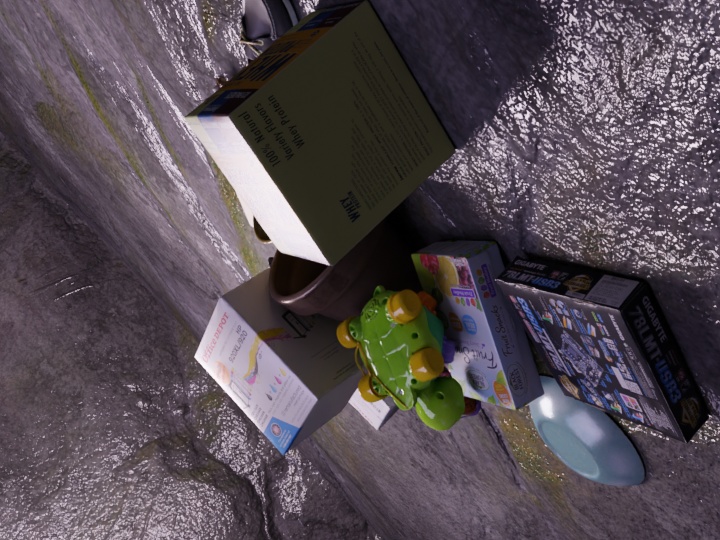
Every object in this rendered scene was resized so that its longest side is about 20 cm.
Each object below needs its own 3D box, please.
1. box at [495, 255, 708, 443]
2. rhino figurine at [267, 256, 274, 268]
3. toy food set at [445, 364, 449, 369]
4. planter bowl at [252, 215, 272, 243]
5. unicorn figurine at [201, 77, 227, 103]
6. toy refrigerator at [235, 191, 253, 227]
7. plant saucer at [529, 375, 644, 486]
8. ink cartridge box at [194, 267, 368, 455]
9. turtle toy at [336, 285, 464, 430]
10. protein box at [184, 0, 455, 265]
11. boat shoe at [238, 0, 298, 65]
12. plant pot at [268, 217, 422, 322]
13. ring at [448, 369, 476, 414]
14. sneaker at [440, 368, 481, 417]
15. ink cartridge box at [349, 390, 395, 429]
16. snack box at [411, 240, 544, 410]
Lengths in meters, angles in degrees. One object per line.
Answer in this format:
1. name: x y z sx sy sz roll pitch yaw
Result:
1. box: 0.266 0.084 1.143 0.198 0.050 0.201 19 146 58
2. rhino figurine: -0.104 -0.083 1.496 0.086 0.060 0.202 -8 109 19
3. toy food set: 0.153 0.105 1.450 0.200 0.049 0.198 44 162 10
4. planter bowl: -0.058 -0.116 1.331 0.083 0.203 0.200 22 173 -25
5. unicorn figurine: -0.169 -0.224 1.462 0.199 0.074 0.138 37 171 14
6. toy refrigerator: -0.152 -0.141 1.619 0.075 0.070 0.201 28 155 29
7. plant saucer: 0.293 0.230 1.399 0.201 0.039 0.202 43 162 18
8. ink cartridge box: -0.107 0.119 1.460 0.200 0.144 0.148 45 134 14
9. turtle toy: 0.065 0.111 1.307 0.145 0.100 0.202 -28 83 46
10. protein box: -0.043 -0.149 1.127 0.199 0.200 0.134 55 160 -23
11. boat shoe: -0.114 -0.275 1.258 0.072 0.061 0.202 38 160 26
12. plant pot: 0.000 0.000 1.406 0.174 0.202 0.200 36 168 -25
13. ring: 0.102 0.132 1.523 0.200 0.019 0.201 38 -162 -15
14. sneaker: 0.127 0.187 1.641 0.200 0.082 0.082 -135 53 -59
15. ink cartridge box: 0.020 0.197 1.886 0.145 0.087 0.200 45 160 10
16. snack box: 0.145 0.065 1.291 0.142 0.053 0.202 7 118 66
